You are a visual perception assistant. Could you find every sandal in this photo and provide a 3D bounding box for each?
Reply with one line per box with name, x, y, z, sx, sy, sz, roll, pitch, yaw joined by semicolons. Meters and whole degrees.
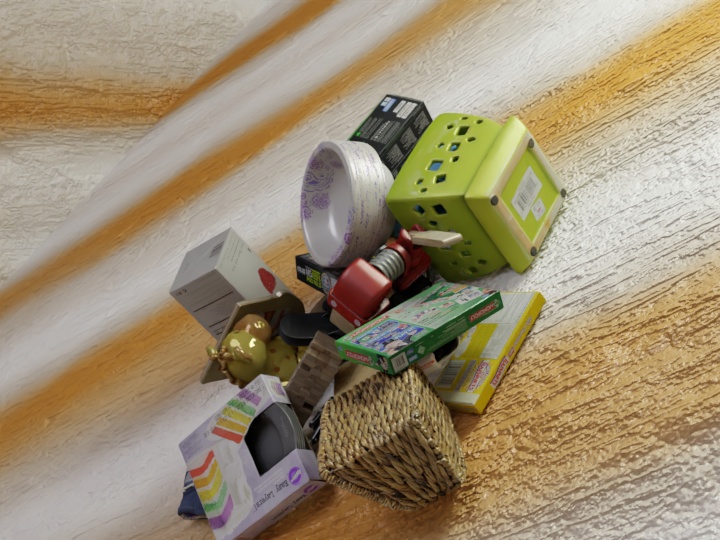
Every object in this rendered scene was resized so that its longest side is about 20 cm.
sandal;-0.029;0.083;1.670;0.199;0.043;0.076;-7;43;-22

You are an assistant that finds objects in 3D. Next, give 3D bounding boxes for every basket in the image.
basket;0.042;0.229;1.363;0.148;0.143;0.200;-32;17;9

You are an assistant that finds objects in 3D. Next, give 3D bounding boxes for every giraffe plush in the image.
giraffe plush;-0.158;0.140;1.701;0.172;0.162;0.201;-39;33;38

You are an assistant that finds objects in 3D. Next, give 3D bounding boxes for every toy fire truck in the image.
toy fire truck;0.052;0.000;1.550;0.176;0.128;0.201;-39;-22;-35

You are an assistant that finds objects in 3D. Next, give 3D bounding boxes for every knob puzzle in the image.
knob puzzle;-0.173;0.104;1.810;0.220;0.220;0.030;-44;62;-3

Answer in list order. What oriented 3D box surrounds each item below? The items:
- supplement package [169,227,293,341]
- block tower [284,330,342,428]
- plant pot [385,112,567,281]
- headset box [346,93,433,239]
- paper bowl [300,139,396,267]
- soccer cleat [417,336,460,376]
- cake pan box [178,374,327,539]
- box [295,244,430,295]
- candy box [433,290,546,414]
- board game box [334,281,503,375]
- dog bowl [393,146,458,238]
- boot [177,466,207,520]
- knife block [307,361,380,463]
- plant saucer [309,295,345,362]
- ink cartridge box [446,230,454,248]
supplement package;-0.225;0.047;1.915;0.119;0.200;0.122;-26;31;28
block tower;-0.090;0.188;1.597;0.201;0.058;0.054;-61;2;27
plant pot;0.190;-0.114;1.622;0.181;0.199;0.201;2;51;46
headset box;0.068;-0.176;1.865;0.092;0.200;0.174;21;65;43
paper bowl;-0.013;-0.105;1.688;0.200;0.104;0.202;-5;84;63
soccer cleat;0.117;0.091;1.524;0.085;0.069;0.200;-26;15;40
cake pan box;-0.159;0.279;1.547;0.200;0.052;0.185;-39;62;21
box;0.000;0.000;1.771;0.159;0.045;0.200;-12;18;-23
candy box;0.177;0.112;1.490;0.102;0.026;0.201;0;49;52
board game box;0.081;0.075;1.453;0.199;0.029;0.134;-28;19;-27
dog bowl;0.129;-0.129;1.733;0.049;0.112;0.201;10;57;46
boot;-0.201;0.337;1.632;0.199;0.073;0.091;-17;52;41
knife block;0.016;0.196;1.540;0.199;0.064;0.176;-32;30;19
plant saucer;-0.029;0.081;1.801;0.199;0.029;0.201;-31;31;20
ink cartridge box;0.165;-0.098;1.789;0.094;0.037;0.201;-10;43;53
